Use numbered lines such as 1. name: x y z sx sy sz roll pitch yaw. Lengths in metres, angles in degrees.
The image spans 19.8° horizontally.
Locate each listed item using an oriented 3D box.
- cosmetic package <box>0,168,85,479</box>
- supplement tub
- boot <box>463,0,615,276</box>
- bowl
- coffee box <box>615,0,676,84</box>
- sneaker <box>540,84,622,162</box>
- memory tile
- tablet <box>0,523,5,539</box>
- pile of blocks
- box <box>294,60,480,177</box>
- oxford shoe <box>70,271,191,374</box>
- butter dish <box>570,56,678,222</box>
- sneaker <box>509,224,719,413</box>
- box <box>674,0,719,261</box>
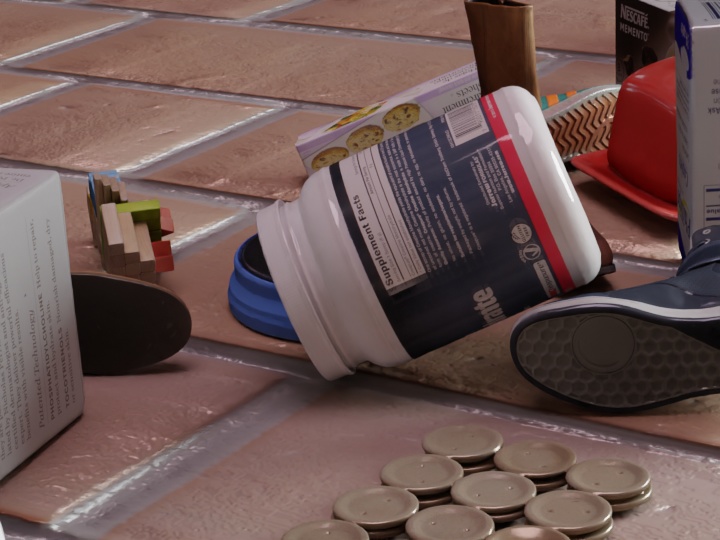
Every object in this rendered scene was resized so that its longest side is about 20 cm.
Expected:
1. cosmetic package: -0.291 0.041 1.262 0.166 0.168 0.200 4 20 20
2. supplement tub: 0.046 -0.022 1.358 0.199 0.141 0.140 -24 18 6
3. boot: 0.134 -0.102 1.543 0.068 0.202 0.188 -8 20 -13
4. bowl: 0.000 0.000 1.522 0.199 0.040 0.201 -3 20 1
5. coffee box: 0.313 -0.192 1.903 0.079 0.114 0.200 -9 21 -18
6. sneaker: 0.162 -0.127 1.806 0.199 0.072 0.080 -17 28 -31
7. memory tile: 0.063 0.139 1.155 0.152 0.017 0.200 10 23 33
8. tablet: -0.259 0.113 1.074 0.129 0.201 0.014 -11 -21 -23
9. pile of blocks: -0.175 -0.042 1.604 0.062 0.083 0.200 -7 19 -11
10. box: 0.040 -0.133 1.792 0.199 0.042 0.039 -21 17 9
11. oxford shoe: -0.208 0.029 1.433 0.198 0.072 0.071 0 14 13
12. butter dish: 0.294 -0.132 1.686 0.198 0.149 0.200 -9 20 -18
13. sneaker: 0.195 0.028 1.347 0.200 0.078 0.146 -1 23 1
14. box: 0.323 -0.095 1.495 0.182 0.202 0.105 -3 18 2
